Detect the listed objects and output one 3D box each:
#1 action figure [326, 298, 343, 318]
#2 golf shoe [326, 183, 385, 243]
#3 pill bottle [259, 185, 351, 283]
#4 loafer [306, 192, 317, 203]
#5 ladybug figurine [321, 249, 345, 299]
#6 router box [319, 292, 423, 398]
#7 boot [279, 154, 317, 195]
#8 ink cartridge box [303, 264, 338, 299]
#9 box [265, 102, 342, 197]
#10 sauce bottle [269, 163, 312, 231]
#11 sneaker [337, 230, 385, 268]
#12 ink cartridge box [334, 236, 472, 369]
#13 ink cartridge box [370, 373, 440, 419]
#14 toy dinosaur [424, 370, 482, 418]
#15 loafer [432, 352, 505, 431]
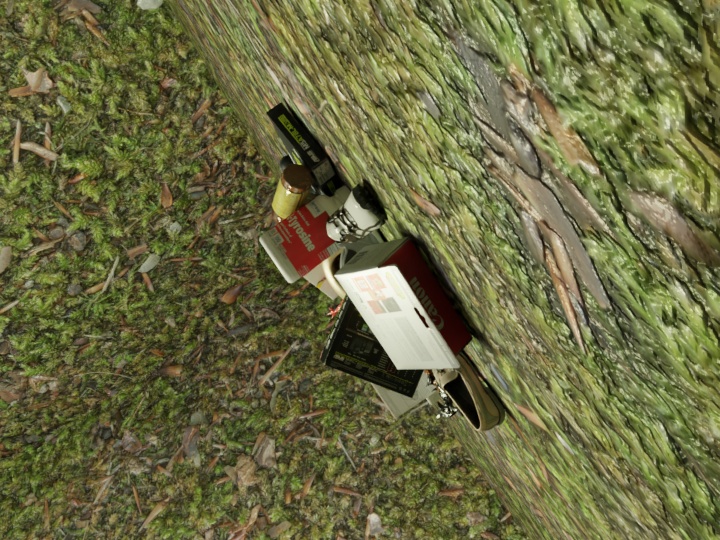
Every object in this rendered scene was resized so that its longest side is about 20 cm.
[{"bbox_3d":[0.008,0.090,1.842,0.199,0.066,0.099,34,140,-12],"label":"action figure"},{"bbox_3d":[-0.012,-0.083,1.409,0.078,0.094,0.200,56,175,10],"label":"golf shoe"},{"bbox_3d":[-0.089,-0.075,1.613,0.113,0.199,0.112,54,176,6],"label":"pill bottle"},{"bbox_3d":[-0.085,-0.104,1.768,0.199,0.076,0.068,33,-169,-39],"label":"loafer"},{"bbox_3d":[0.000,0.000,1.756,0.201,0.135,0.072,53,-160,-12],"label":"ladybug figurine"},{"bbox_3d":[0.038,0.140,1.599,0.198,0.151,0.062,23,-176,-13],"label":"router box"},{"bbox_3d":[-0.119,-0.197,1.958,0.165,0.066,0.200,48,-178,-19],"label":"boot"},{"bbox_3d":[-0.089,-0.014,1.847,0.200,0.067,0.117,40,-165,-45],"label":"ink cartridge box"},{"bbox_3d":[-0.102,-0.221,1.697,0.193,0.047,0.200,50,174,31],"label":"box"},{"bbox_3d":[-0.147,-0.132,1.652,0.066,0.066,0.200,54,147,16],"label":"sauce bottle"},{"bbox_3d":[0.023,0.012,1.593,0.201,0.115,0.075,56,176,-9],"label":"sneaker"},{"bbox_3d":[0.080,0.055,1.301,0.175,0.084,0.201,-9,119,57],"label":"ink cartridge box"},{"bbox_3d":[0.108,0.226,1.879,0.200,0.176,0.045,53,176,39],"label":"ink cartridge box"},{"bbox_3d":[0.176,0.215,1.629,0.200,0.101,0.137,-122,13,-82],"label":"toy dinosaur"},{"bbox_3d":[0.183,0.211,1.519,0.200,0.063,0.072,49,134,26],"label":"loafer"}]
